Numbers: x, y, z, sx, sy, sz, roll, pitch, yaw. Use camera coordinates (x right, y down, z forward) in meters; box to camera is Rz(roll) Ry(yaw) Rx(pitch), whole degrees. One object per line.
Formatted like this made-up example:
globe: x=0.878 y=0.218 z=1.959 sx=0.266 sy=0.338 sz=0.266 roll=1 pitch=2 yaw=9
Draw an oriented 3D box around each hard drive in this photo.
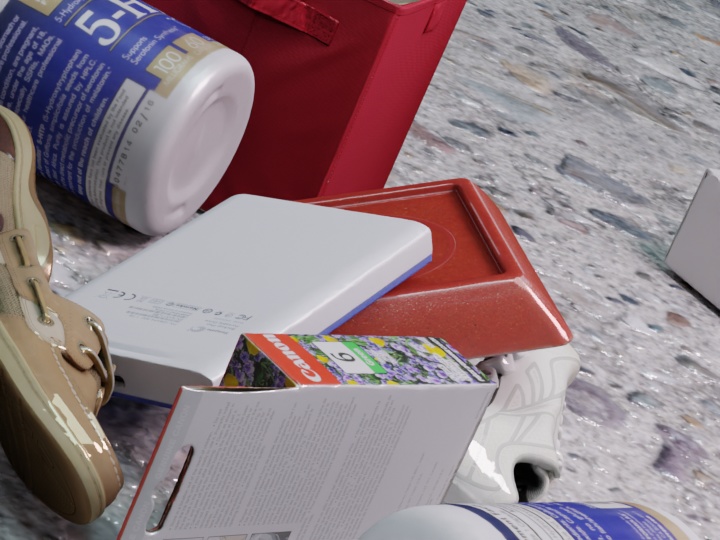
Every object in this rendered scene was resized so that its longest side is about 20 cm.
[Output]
hard drive: x=-0.070 y=0.014 z=1.247 sx=0.132 sy=0.025 sz=0.200 roll=10 pitch=27 yaw=32

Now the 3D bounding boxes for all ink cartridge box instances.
ink cartridge box: x=-0.037 y=0.085 z=1.113 sx=0.200 sy=0.109 sz=0.050 roll=3 pitch=28 yaw=-45
ink cartridge box: x=0.347 y=0.004 z=1.792 sx=0.200 sy=0.084 sz=0.145 roll=8 pitch=25 yaw=-40

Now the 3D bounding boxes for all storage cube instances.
storage cube: x=-0.052 y=-0.138 z=1.563 sx=0.171 sy=0.180 sz=0.200 roll=27 pitch=19 yaw=10

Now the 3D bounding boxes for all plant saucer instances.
plant saucer: x=0.000 y=0.000 z=1.344 sx=0.200 sy=0.037 sz=0.200 roll=-7 pitch=23 yaw=-6

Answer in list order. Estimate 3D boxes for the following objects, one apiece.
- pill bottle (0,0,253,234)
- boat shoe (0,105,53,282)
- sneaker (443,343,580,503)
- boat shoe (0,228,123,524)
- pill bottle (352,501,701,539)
pill bottle: x=-0.176 y=-0.117 z=1.438 sx=0.200 sy=0.120 sz=0.120 roll=29 pitch=20 yaw=14
boat shoe: x=-0.217 y=-0.038 z=1.290 sx=0.072 sy=0.072 sz=0.200 roll=15 pitch=28 yaw=-26
sneaker: x=0.078 y=0.088 z=1.311 sx=0.081 sy=0.075 sz=0.200 roll=39 pitch=28 yaw=12
boat shoe: x=-0.147 y=0.039 z=1.127 sx=0.064 sy=0.071 sz=0.200 roll=-19 pitch=42 yaw=-19
pill bottle: x=0.053 y=0.158 z=1.017 sx=0.200 sy=0.120 sz=0.120 roll=4 pitch=28 yaw=-43
